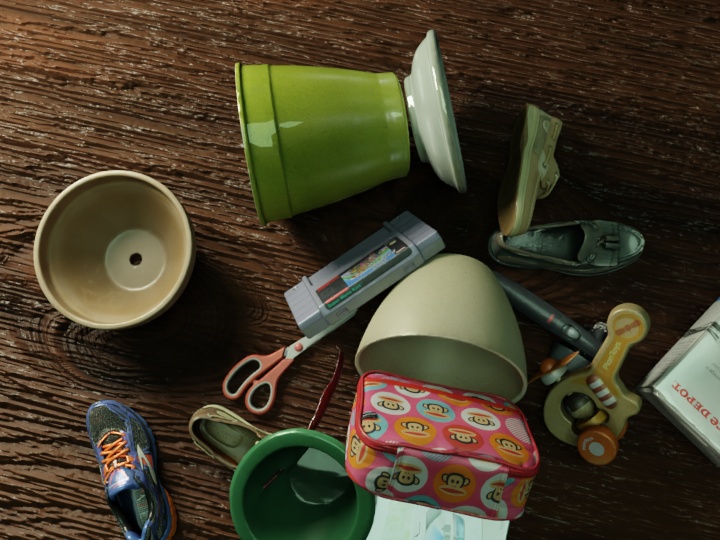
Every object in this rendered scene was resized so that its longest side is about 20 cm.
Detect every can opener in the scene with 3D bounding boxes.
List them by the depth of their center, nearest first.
[{"bbox_3d":[0.240,0.065,0.956,0.200,0.063,0.079,39,86,7],"label":"can opener"}]

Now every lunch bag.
[{"bbox_3d":[0.086,0.180,0.829,0.200,0.176,0.082,12,109,-3],"label":"lunch bag"}]

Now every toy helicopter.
[{"bbox_3d":[0.277,0.122,0.906,0.132,0.079,0.200,28,118,20],"label":"toy helicopter"}]

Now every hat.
[{"bbox_3d":[-0.045,0.238,0.926,0.166,0.176,0.200,40,103,3],"label":"hat"}]

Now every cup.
[{"bbox_3d":[0.105,0.065,0.914,0.200,0.200,0.143,10,59,4],"label":"cup"}]

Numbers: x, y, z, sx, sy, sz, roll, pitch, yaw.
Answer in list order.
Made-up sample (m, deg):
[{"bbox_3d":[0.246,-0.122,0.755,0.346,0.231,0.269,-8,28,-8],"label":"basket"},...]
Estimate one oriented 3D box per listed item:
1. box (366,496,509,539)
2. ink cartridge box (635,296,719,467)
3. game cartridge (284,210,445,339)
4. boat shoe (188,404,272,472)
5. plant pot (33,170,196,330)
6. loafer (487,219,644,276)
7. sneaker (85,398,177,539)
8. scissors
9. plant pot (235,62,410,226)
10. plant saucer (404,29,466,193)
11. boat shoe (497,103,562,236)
[{"bbox_3d":[0.082,0.301,0.915,0.176,0.097,0.200,14,83,3],"label":"box"},{"bbox_3d":[0.463,0.124,0.925,0.200,0.084,0.146,-45,82,-3],"label":"ink cartridge box"},{"bbox_3d":[0.000,0.000,0.946,0.200,0.130,0.038,-34,107,-3],"label":"game cartridge"},{"bbox_3d":[-0.126,0.235,0.943,0.202,0.075,0.075,23,84,6],"label":"boat shoe"},{"bbox_3d":[-0.305,-0.021,0.980,0.201,0.093,0.201,0,82,2],"label":"plant pot"},{"bbox_3d":[0.266,-0.031,0.968,0.200,0.063,0.072,-1,82,3],"label":"loafer"},{"bbox_3d":[-0.289,0.252,0.947,0.075,0.078,0.200,-28,82,-2],"label":"sneaker"},{"bbox_3d":[-0.095,0.103,0.991,0.073,0.014,0.200,42,87,9],"label":"scissors"},{"bbox_3d":[-0.042,-0.167,0.940,0.193,0.200,0.201,-8,82,-3],"label":"plant pot"},{"bbox_3d":[0.089,-0.190,0.934,0.050,0.200,0.200,-10,81,11],"label":"plant saucer"},{"bbox_3d":[0.221,-0.126,0.960,0.064,0.071,0.200,18,63,-6],"label":"boat shoe"}]
